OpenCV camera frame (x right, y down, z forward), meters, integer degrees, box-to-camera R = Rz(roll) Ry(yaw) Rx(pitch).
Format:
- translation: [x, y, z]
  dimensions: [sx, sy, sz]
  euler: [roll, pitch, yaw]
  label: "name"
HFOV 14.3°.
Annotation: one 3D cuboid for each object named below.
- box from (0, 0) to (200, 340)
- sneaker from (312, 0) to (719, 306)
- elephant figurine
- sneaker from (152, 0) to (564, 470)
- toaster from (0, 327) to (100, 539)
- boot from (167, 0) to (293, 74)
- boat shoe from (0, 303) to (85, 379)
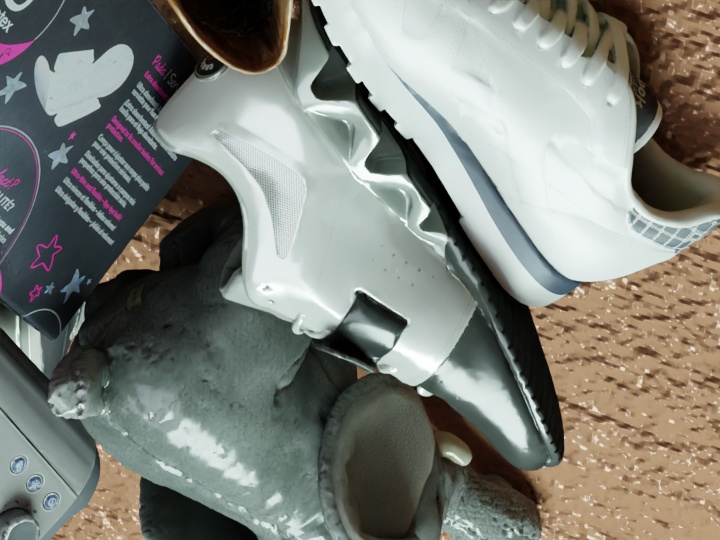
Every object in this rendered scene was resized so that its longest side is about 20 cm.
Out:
- translation: [-0.150, -0.084, 0.985]
  dimensions: [0.132, 0.115, 0.200]
  euler: [35, 173, 24]
  label: "box"
- translation: [0.051, -0.077, 0.988]
  dimensions: [0.080, 0.077, 0.200]
  euler: [-18, 127, 32]
  label: "sneaker"
- translation: [-0.018, 0.075, 1.112]
  dimensions: [0.200, 0.155, 0.141]
  euler: [58, 170, -13]
  label: "elephant figurine"
- translation: [0.000, 0.000, 1.030]
  dimensions: [0.088, 0.074, 0.200]
  euler: [-30, 109, 13]
  label: "sneaker"
- translation: [-0.202, 0.040, 1.113]
  dimensions: [0.200, 0.114, 0.129]
  euler: [34, 163, 42]
  label: "toaster"
- translation: [-0.055, -0.117, 0.914]
  dimensions: [0.155, 0.074, 0.200]
  euler: [59, -176, 34]
  label: "boot"
- translation: [-0.141, 0.002, 1.191]
  dimensions: [0.074, 0.060, 0.200]
  euler: [36, 143, 25]
  label: "boat shoe"
